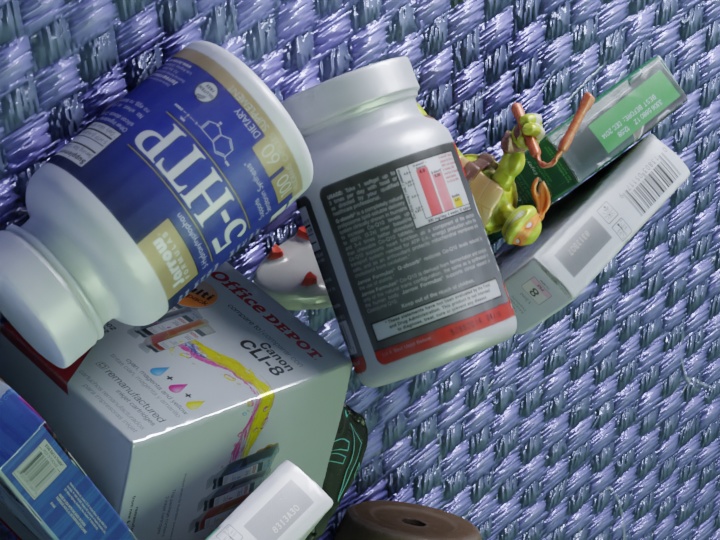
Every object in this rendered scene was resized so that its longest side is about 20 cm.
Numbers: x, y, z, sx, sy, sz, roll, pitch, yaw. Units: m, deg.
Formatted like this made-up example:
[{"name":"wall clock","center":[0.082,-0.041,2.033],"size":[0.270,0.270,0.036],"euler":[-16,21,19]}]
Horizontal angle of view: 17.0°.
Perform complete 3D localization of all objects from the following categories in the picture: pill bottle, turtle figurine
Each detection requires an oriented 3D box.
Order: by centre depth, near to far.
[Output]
[{"name":"pill bottle","center":[-0.138,-0.037,1.496],"size":[0.200,0.119,0.120],"euler":[-42,145,-17]},{"name":"pill bottle","center":[0.022,-0.033,1.615],"size":[0.115,0.202,0.116],"euler":[-19,180,0]},{"name":"turtle figurine","center":[0.073,-0.068,1.687],"size":[0.201,0.161,0.064],"euler":[-62,164,22]}]

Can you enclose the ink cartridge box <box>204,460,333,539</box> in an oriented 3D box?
[{"name":"ink cartridge box","center":[-0.110,0.225,1.562],"size":[0.161,0.050,0.200],"euler":[-44,174,-36]}]

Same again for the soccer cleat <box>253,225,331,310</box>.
[{"name":"soccer cleat","center":[0.000,0.000,1.751],"size":[0.199,0.069,0.078],"euler":[-24,140,-41]}]

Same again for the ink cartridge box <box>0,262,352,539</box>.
[{"name":"ink cartridge box","center":[-0.132,0.105,1.609],"size":[0.199,0.145,0.146],"euler":[-18,134,-43]}]

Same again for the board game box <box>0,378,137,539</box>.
[{"name":"board game box","center":[-0.223,0.097,1.441],"size":[0.043,0.199,0.200],"euler":[-45,147,-13]}]

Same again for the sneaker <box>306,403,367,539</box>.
[{"name":"sneaker","center":[-0.037,0.120,1.823],"size":[0.079,0.075,0.201],"euler":[-44,156,-31]}]

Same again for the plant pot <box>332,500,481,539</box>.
[{"name":"plant pot","center":[0.031,0.287,1.961],"size":[0.199,0.199,0.176],"euler":[-1,104,-50]}]

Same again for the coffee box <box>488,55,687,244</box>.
[{"name":"coffee box","center":[0.149,-0.082,1.784],"size":[0.123,0.044,0.200],"euler":[-36,180,-27]}]

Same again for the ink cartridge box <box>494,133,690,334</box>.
[{"name":"ink cartridge box","center":[0.139,-0.007,1.795],"size":[0.163,0.057,0.200],"euler":[-45,180,-34]}]
